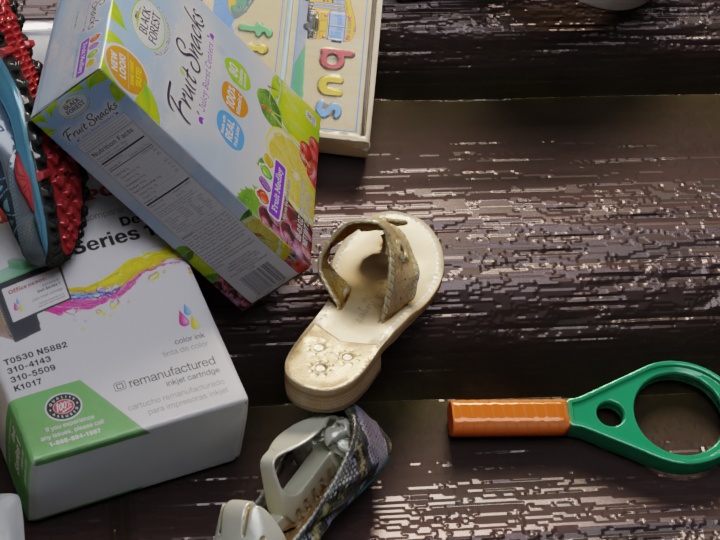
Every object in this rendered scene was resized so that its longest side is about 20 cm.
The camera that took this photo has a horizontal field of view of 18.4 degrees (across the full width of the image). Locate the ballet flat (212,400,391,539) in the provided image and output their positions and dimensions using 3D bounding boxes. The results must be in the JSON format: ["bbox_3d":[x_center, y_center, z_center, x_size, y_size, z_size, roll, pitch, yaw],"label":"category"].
[{"bbox_3d":[-0.054,0.153,1.381,0.072,0.072,0.200,30,56,11],"label":"ballet flat"}]

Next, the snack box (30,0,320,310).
[{"bbox_3d":[-0.114,-0.099,1.450,0.200,0.068,0.169,42,29,-28],"label":"snack box"}]

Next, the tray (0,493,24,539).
[{"bbox_3d":[-0.246,0.218,1.294,0.107,0.022,0.200,-4,56,-9],"label":"tray"}]

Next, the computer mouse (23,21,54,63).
[{"bbox_3d":[-0.220,-0.136,1.502,0.044,0.110,0.200,8,8,42],"label":"computer mouse"}]

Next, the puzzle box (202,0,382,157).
[{"bbox_3d":[-0.050,-0.181,1.610,0.133,0.025,0.200,6,66,-4],"label":"puzzle box"}]

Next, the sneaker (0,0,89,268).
[{"bbox_3d":[-0.239,-0.090,1.402,0.095,0.079,0.200,-21,88,17],"label":"sneaker"}]

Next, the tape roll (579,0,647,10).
[{"bbox_3d":[0.159,-0.286,1.671,0.203,0.037,0.203,23,45,-25],"label":"tape roll"}]

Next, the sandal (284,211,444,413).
[{"bbox_3d":[0.006,0.001,1.458,0.077,0.070,0.212,13,40,14],"label":"sandal"}]

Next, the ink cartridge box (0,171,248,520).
[{"bbox_3d":[-0.176,0.041,1.430,0.145,0.084,0.200,-16,60,-18],"label":"ink cartridge box"}]

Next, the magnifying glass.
[{"bbox_3d":[0.158,0.099,1.481,0.200,0.022,0.080,1,57,-10],"label":"magnifying glass"}]
